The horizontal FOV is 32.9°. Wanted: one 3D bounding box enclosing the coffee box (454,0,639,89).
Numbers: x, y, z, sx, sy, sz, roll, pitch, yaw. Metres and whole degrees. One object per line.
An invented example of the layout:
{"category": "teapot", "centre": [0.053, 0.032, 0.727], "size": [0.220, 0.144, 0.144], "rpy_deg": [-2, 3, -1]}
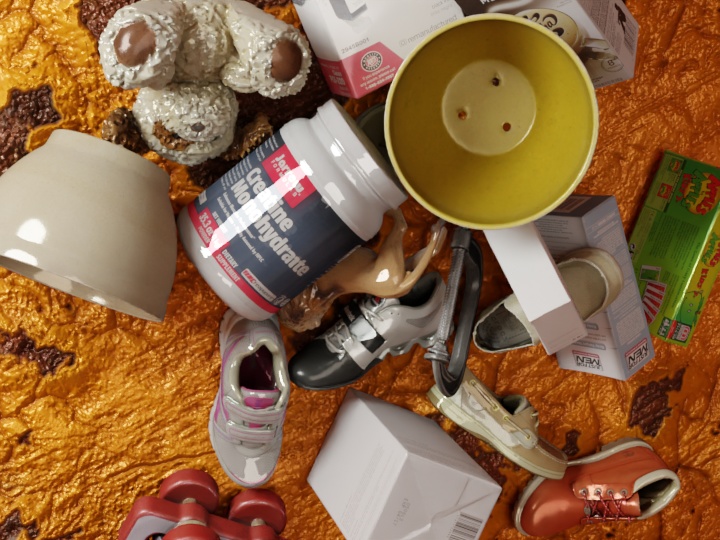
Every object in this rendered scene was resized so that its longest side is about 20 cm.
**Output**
{"category": "coffee box", "centre": [0.184, -0.268, 1.227], "size": [0.200, 0.113, 0.080], "rpy_deg": [41, 50, -38]}

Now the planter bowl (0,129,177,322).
{"category": "planter bowl", "centre": [-0.256, -0.049, 1.139], "size": [0.199, 0.200, 0.136], "rpy_deg": [23, 80, -22]}

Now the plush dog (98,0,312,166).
{"category": "plush dog", "centre": [-0.165, -0.182, 1.170], "size": [0.199, 0.161, 0.173], "rpy_deg": [1, 123, -23]}

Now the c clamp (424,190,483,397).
{"category": "c clamp", "centre": [0.099, 0.032, 1.296], "size": [0.027, 0.171, 0.201], "rpy_deg": [7, 81, 18]}

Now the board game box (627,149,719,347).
{"category": "board game box", "centre": [0.360, -0.026, 1.389], "size": [0.047, 0.101, 0.201], "rpy_deg": [14, 100, -42]}

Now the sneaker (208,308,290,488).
{"category": "sneaker", "centre": [-0.116, 0.139, 1.278], "size": [0.081, 0.088, 0.201], "rpy_deg": [-3, 104, -12]}

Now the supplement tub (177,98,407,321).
{"category": "supplement tub", "centre": [-0.068, -0.059, 1.200], "size": [0.200, 0.140, 0.140], "rpy_deg": [-38, 113, 8]}

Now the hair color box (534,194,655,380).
{"category": "hair color box", "centre": [0.253, 0.017, 1.363], "size": [0.060, 0.099, 0.201], "rpy_deg": [-31, 113, -32]}

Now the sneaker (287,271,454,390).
{"category": "sneaker", "centre": [0.007, 0.056, 1.300], "size": [0.199, 0.074, 0.089], "rpy_deg": [-25, 134, -20]}

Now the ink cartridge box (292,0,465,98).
{"category": "ink cartridge box", "centre": [0.006, -0.294, 1.213], "size": [0.145, 0.085, 0.201], "rpy_deg": [-28, 109, -11]}

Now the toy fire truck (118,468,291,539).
{"category": "toy fire truck", "centre": [-0.169, 0.319, 1.309], "size": [0.199, 0.112, 0.168], "rpy_deg": [21, 115, -21]}

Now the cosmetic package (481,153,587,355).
{"category": "cosmetic package", "centre": [0.166, -0.019, 1.255], "size": [0.050, 0.201, 0.083], "rpy_deg": [-28, 145, 9]}

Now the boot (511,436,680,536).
{"category": "boot", "centre": [0.279, 0.269, 1.442], "size": [0.199, 0.107, 0.075], "rpy_deg": [-24, 112, -10]}

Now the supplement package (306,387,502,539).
{"category": "supplement package", "centre": [0.041, 0.226, 1.297], "size": [0.119, 0.200, 0.122], "rpy_deg": [22, 96, -22]}

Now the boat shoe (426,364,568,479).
{"category": "boat shoe", "centre": [0.170, 0.173, 1.396], "size": [0.199, 0.074, 0.067], "rpy_deg": [33, 97, -23]}

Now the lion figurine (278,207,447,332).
{"category": "lion figurine", "centre": [0.000, 0.000, 1.250], "size": [0.072, 0.199, 0.123], "rpy_deg": [39, 57, -36]}

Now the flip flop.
{"category": "flip flop", "centre": [0.079, -0.121, 1.295], "size": [0.199, 0.058, 0.082], "rpy_deg": [18, 102, -25]}

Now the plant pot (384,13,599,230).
{"category": "plant pot", "centre": [0.127, -0.153, 1.196], "size": [0.198, 0.142, 0.202], "rpy_deg": [1, 105, 5]}

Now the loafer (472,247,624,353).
{"category": "loafer", "centre": [0.198, 0.044, 1.314], "size": [0.076, 0.200, 0.068], "rpy_deg": [53, 41, -1]}
